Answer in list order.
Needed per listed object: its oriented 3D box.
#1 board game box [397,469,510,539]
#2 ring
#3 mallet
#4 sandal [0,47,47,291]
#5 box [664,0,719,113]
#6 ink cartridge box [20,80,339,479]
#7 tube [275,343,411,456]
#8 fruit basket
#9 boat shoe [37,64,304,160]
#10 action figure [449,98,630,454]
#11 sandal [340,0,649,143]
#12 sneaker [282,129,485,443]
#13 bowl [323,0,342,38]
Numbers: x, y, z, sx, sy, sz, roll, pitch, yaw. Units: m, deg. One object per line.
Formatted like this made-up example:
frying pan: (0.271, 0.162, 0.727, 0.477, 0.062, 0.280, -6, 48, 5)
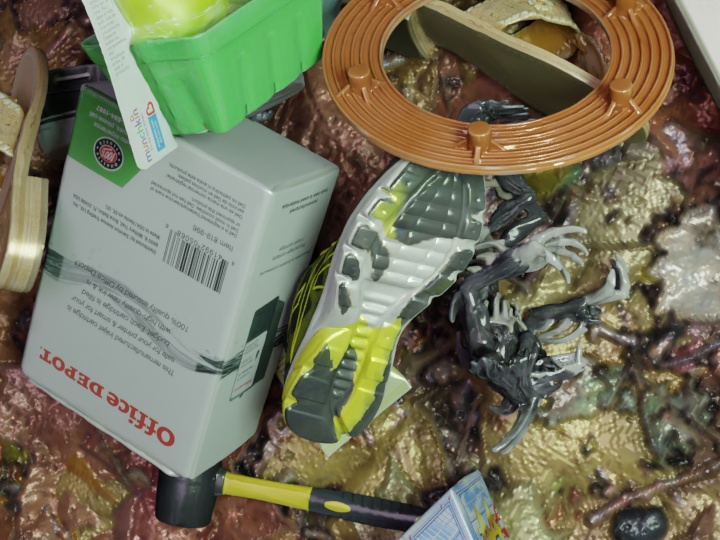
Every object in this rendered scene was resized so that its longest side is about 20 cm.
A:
board game box: (0.054, 0.235, 0.740, 0.199, 0.062, 0.201, 33, 104, 16)
ring: (0.076, -0.128, 0.695, 0.198, 0.019, 0.202, -4, 47, 4)
mallet: (-0.038, 0.137, 0.801, 0.197, 0.041, 0.067, 1, 90, 12)
sandal: (-0.237, -0.078, 0.772, 0.078, 0.069, 0.213, -58, 33, 36)
box: (0.252, -0.096, 0.713, 0.082, 0.068, 0.202, -25, 79, 13)
ink cartridge box: (-0.115, 0.002, 0.762, 0.146, 0.083, 0.202, 29, 116, 20)
tube: (-0.054, 0.020, 0.809, 0.052, 0.058, 0.201, -32, 78, -28)
fruit basket: (-0.099, -0.183, 0.667, 0.093, 0.185, 0.202, -3, 120, 36)
boat shoe: (-0.135, -0.127, 0.825, 0.198, 0.072, 0.072, -10, 88, 17)
action figure: (0.100, 0.002, 0.729, 0.101, 0.119, 0.203, -12, 77, 21)
sandal: (0.092, -0.154, 0.763, 0.210, 0.078, 0.070, 25, 78, 18)
sneaker: (0.000, 0.000, 0.715, 0.074, 0.085, 0.201, 19, 113, -27)
bowl: (-0.061, -0.257, 0.797, 0.198, 0.105, 0.204, -1, 86, 15)
